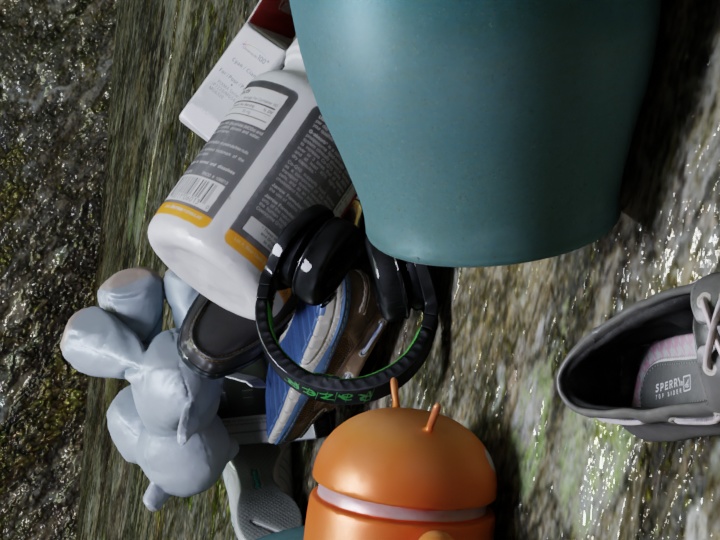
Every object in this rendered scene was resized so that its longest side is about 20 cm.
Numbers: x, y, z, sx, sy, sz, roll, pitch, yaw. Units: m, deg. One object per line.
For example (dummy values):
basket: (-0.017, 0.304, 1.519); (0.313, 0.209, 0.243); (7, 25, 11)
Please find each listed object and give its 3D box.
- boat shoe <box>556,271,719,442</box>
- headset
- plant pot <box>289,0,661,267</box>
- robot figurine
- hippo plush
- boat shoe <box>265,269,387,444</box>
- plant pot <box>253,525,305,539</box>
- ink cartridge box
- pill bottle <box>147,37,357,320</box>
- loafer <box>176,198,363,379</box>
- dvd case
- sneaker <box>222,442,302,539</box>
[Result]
boat shoe: (0.142, 0.038, 0.765); (0.200, 0.056, 0.068); (138, 134, -69)
headset: (0.000, 0.000, 1.239); (0.094, 0.122, 0.202); (81, -159, -65)
plant pot: (0.061, -0.110, 0.901); (0.200, 0.198, 0.190); (-127, 28, -68)
robot figurine: (0.023, 0.170, 1.074); (0.144, 0.116, 0.202); (-6, -77, -65)
hippo plush: (-0.138, 0.100, 1.486); (0.199, 0.159, 0.162); (33, 145, 35)
boat shoe: (-0.023, 0.073, 1.357); (0.200, 0.072, 0.073); (117, 154, -53)
plant pot: (-0.074, 0.290, 1.367); (0.200, 0.133, 0.202); (-175, 90, -76)
ink cartridge box: (-0.062, -0.180, 1.455); (0.177, 0.045, 0.200); (-55, -4, 8)
pill bottle: (-0.058, -0.073, 1.321); (0.201, 0.116, 0.116); (-56, 7, -17)
loafer: (-0.068, 0.006, 1.396); (0.200, 0.073, 0.072); (-48, -1, -39)
dvd case: (-0.098, 0.046, 1.524); (0.150, 0.025, 0.202); (-10, 92, 45)
sneaker: (-0.092, 0.195, 1.595); (0.201, 0.070, 0.081); (-99, 10, -48)
